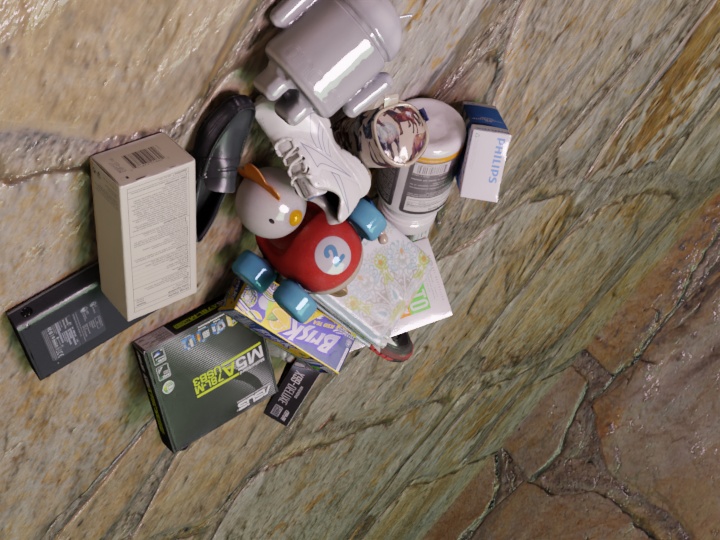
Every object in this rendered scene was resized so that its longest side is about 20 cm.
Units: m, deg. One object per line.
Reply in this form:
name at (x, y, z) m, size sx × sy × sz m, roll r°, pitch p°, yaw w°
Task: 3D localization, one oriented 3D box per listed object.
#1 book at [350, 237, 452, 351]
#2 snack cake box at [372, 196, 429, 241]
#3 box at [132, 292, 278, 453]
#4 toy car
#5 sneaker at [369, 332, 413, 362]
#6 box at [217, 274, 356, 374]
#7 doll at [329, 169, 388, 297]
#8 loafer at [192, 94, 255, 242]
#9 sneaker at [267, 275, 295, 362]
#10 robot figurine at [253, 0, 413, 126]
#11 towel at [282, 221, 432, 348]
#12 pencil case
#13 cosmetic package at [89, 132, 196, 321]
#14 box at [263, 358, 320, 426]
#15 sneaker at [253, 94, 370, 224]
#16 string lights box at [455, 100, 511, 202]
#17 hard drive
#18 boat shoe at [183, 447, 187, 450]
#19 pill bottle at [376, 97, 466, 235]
book at (0.032, 0.040, 1.657) m, size 0.199 × 0.135 × 0.048 m, roll -19°, pitch -174°, yaw -12°
snack cake box at (0.049, -0.046, 1.743) m, size 0.115 × 0.067 × 0.201 m, roll -30°, pitch 153°, yaw -27°
box at (-0.231, 0.149, 1.572) m, size 0.199 × 0.047 × 0.194 m, roll -28°, pitch 124°, yaw -29°
toy car at (-0.097, -0.069, 1.386) m, size 0.185 × 0.176 × 0.200 m, roll -50°, pitch 144°, yaw -10°
sneaker at (0.038, 0.081, 1.735) m, size 0.201 × 0.097 × 0.071 m, roll 51°, pitch 50°, yaw -27°
box at (-0.107, 0.078, 1.545) m, size 0.199 × 0.064 × 0.070 m, roll 35°, pitch 71°, yaw -25°
doll at (-0.023, -0.063, 1.525) m, size 0.048 × 0.135 × 0.201 m, roll 127°, pitch -21°, yaw -70°
loafer at (-0.175, -0.124, 1.273) m, size 0.068 × 0.070 × 0.201 m, roll -10°, pitch 140°, yaw -51°
sneaker at (-0.132, 0.052, 1.626) m, size 0.076 × 0.091 × 0.201 m, roll -91°, pitch -168°, yaw -66°
robot figurine at (-0.032, -0.260, 1.218) m, size 0.200 × 0.113 × 0.170 m, roll -43°, pitch 122°, yaw -1°
towel at (0.000, 0.000, 1.586) m, size 0.172 × 0.200 × 0.048 m, roll -57°, pitch -161°, yaw -17°
pencil case at (0.022, -0.178, 1.355) m, size 0.077 × 0.090 × 0.200 m, roll -4°, pitch -174°, yaw -18°
cosmetic package at (-0.254, -0.050, 1.228) m, size 0.103 × 0.073 × 0.201 m, roll -24°, pitch 139°, yaw -33°
box at (-0.086, 0.143, 1.749) m, size 0.158 × 0.050 × 0.200 m, roll -58°, pitch -175°, yaw 29°
sneaker at (-0.064, -0.142, 1.304) m, size 0.074 × 0.200 × 0.087 m, roll -20°, pitch -144°, yaw 41°
string lights box at (0.180, -0.183, 1.564) m, size 0.200 × 0.058 × 0.104 m, roll -88°, pitch -173°, yaw -70°
hard drive at (-0.345, 0.049, 1.339) m, size 0.199 × 0.033 × 0.140 m, roll -33°, pitch 153°, yaw -22°
boat shoe at (-0.261, 0.213, 1.702) m, size 0.068 × 0.057 × 0.200 m, roll -4°, pitch 135°, yaw -54°
pill bottle at (0.086, -0.153, 1.570) m, size 0.116 × 0.116 × 0.201 m, roll -29°, pitch 153°, yaw -28°
